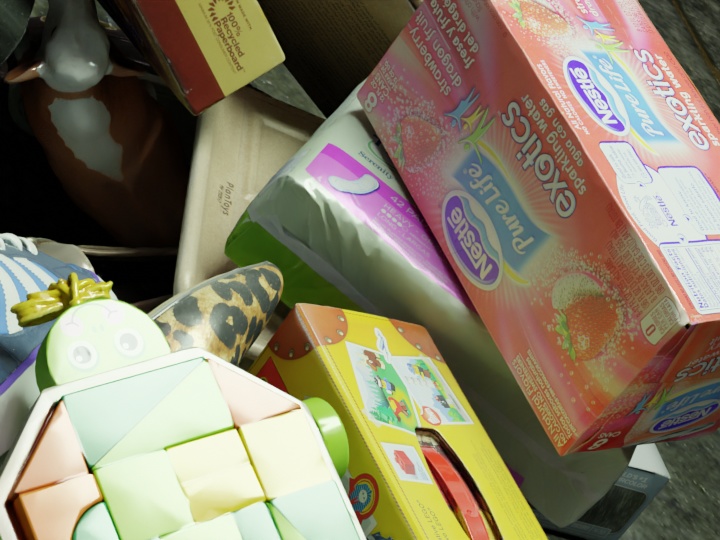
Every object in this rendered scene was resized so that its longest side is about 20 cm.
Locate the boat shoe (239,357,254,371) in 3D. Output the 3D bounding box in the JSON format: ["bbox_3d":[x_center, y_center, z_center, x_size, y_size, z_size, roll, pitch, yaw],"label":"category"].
[{"bbox_3d":[-0.034,0.064,0.969,0.065,0.072,0.200,37,22,3],"label":"boat shoe"}]

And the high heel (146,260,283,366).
[{"bbox_3d":[-0.053,0.093,0.764,0.142,0.072,0.200,37,57,9],"label":"high heel"}]

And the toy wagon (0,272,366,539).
[{"bbox_3d":[-0.069,0.087,0.697,0.154,0.040,0.201,-14,72,-31],"label":"toy wagon"}]

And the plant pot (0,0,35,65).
[{"bbox_3d":[-0.252,-0.144,0.915,0.177,0.200,0.200,37,25,-22],"label":"plant pot"}]

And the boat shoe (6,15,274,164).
[{"bbox_3d":[-0.103,-0.093,1.126,0.200,0.072,0.061,17,37,-29],"label":"boat shoe"}]

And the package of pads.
[{"bbox_3d":[0.055,0.001,0.925,0.200,0.068,0.155,40,36,-1],"label":"package of pads"}]

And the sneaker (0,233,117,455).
[{"bbox_3d":[-0.173,-0.006,0.784,0.147,0.080,0.200,56,17,-10],"label":"sneaker"}]

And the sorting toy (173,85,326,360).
[{"bbox_3d":[0.000,0.000,0.968,0.199,0.037,0.186,26,37,-19],"label":"sorting toy"}]

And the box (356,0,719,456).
[{"bbox_3d":[0.096,-0.031,0.857,0.102,0.095,0.201,-3,54,-42],"label":"box"}]

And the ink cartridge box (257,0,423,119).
[{"bbox_3d":[0.019,-0.134,1.032,0.164,0.075,0.200,16,-26,46],"label":"ink cartridge box"}]

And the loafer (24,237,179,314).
[{"bbox_3d":[-0.132,0.009,0.944,0.199,0.063,0.072,3,43,-48],"label":"loafer"}]

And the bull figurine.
[{"bbox_3d":[-0.129,-0.077,0.998,0.122,0.065,0.201,-116,-177,-45],"label":"bull figurine"}]

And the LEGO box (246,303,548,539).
[{"bbox_3d":[0.001,0.139,0.805,0.077,0.149,0.201,11,37,-40],"label":"LEGO box"}]

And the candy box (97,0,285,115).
[{"bbox_3d":[-0.113,-0.167,0.965,0.117,0.056,0.200,63,-7,-34],"label":"candy box"}]

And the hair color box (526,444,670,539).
[{"bbox_3d":[0.091,0.055,1.139,0.098,0.061,0.201,18,32,-30],"label":"hair color box"}]
